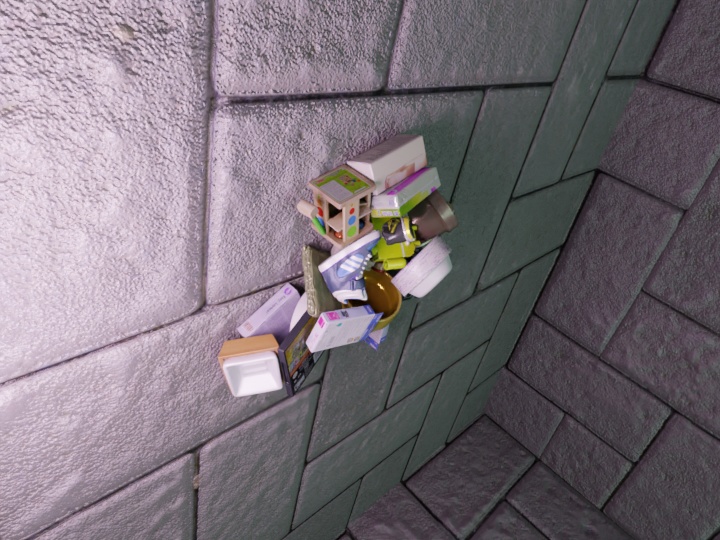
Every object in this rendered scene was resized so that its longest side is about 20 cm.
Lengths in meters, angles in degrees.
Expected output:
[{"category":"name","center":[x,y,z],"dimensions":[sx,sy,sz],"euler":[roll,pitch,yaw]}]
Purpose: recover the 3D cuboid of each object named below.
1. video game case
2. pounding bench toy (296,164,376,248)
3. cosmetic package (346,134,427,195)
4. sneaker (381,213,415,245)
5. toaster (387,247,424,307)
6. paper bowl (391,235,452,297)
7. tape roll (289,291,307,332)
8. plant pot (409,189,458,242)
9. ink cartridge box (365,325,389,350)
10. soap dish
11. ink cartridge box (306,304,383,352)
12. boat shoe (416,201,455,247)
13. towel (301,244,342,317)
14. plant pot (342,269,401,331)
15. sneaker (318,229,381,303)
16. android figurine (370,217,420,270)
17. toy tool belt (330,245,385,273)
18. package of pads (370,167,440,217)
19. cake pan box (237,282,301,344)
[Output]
[{"category":"video game case","center":[-0.153,0.209,1.403],"dimensions":[0.201,0.025,0.183],"euler":[-54,150,-43]},{"category":"pounding bench toy","center":[-0.073,-0.141,1.306],"dimensions":[0.199,0.124,0.158],"euler":[-32,143,-31]},{"category":"cosmetic package","center":[0.074,-0.285,1.369],"dimensions":[0.198,0.103,0.089],"euler":[-33,122,-28]},{"category":"sneaker","center":[0.092,-0.117,1.358],"dimensions":[0.083,0.200,0.076],"euler":[-16,103,4]},{"category":"toaster","center":[0.153,0.025,1.776],"dimensions":[0.179,0.118,0.203],"euler":[-9,128,-48]},{"category":"paper bowl","center":[0.193,-0.001,1.530],"dimensions":[0.200,0.105,0.201],"euler":[-42,176,-4]},{"category":"tape roll","center":[-0.136,0.145,1.485],"dimensions":[0.203,0.036,0.206],"euler":[-49,147,-46]},{"category":"plant pot","center":[0.177,-0.166,1.585],"dimensions":[0.173,0.201,0.200],"euler":[-37,149,6]},{"category":"ink cartridge box","center":[0.047,0.160,1.760],"dimensions":[0.042,0.119,0.203],"euler":[-20,135,-44]},{"category":"soap dish","center":[-0.285,0.252,1.372],"dimensions":[0.154,0.082,0.202],"euler":[-8,142,-9]},{"category":"ink cartridge box","center":[-0.041,0.153,1.389],"dimensions":[0.197,0.042,0.120],"euler":[-4,137,-40]},{"category":"boat shoe","center":[0.241,-0.162,1.771],"dimensions":[0.199,0.074,0.069],"euler":[-41,127,-17]},{"category":"towel","center":[-0.105,0.037,1.401],"dimensions":[0.036,0.204,0.148],"euler":[-20,158,26]},{"category":"plant pot","center":[0.003,0.114,1.597],"dimensions":[0.199,0.202,0.190],"euler":[-26,161,-37]},{"category":"sneaker","center":[0.000,0.000,1.369],"dimensions":[0.198,0.148,0.081],"euler":[-32,-173,8]},{"category":"android figurine","center":[0.085,-0.093,1.458],"dimensions":[0.197,0.186,0.041],"euler":[-4,168,-31]},{"category":"toy tool belt","center":[0.015,-0.069,1.488],"dimensions":[0.197,0.125,0.125],"euler":[14,105,-36]},{"category":"package of pads","center":[0.100,-0.213,1.394],"dimensions":[0.199,0.153,0.069],"euler":[-39,120,-37]},{"category":"cake pan box","center":[-0.230,0.154,1.450],"dimensions":[0.200,0.052,0.185],"euler":[-44,149,-16]}]
